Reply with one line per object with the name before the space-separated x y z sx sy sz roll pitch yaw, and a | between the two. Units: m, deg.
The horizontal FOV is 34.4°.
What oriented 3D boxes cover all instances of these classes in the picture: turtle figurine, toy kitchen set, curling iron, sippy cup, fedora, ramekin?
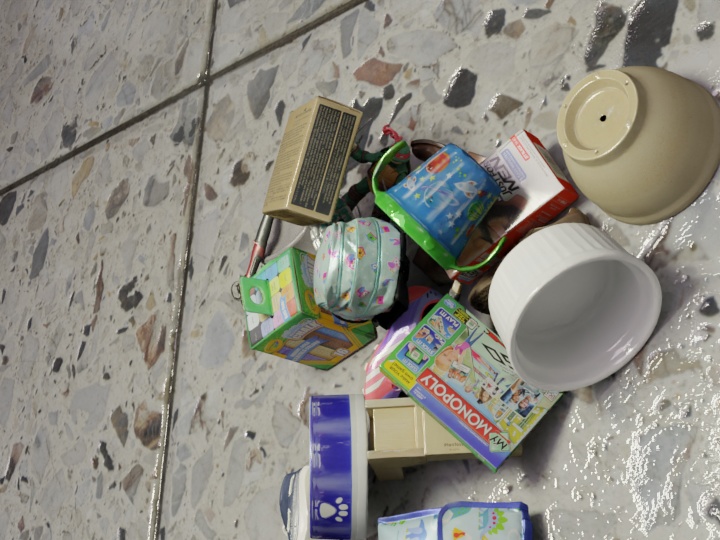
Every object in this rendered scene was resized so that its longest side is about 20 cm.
turtle figurine | 0.028 -0.135 1.753 0.150 0.101 0.200 53 142 22
toy kitchen set | 0.112 0.187 1.588 0.199 0.180 0.164 -3 70 4
curling iron | -0.171 -0.039 1.898 0.050 0.026 0.200 31 105 55
sippy cup | 0.110 -0.092 1.533 0.130 0.178 0.140 -46 26 4
fedora | -0.101 -0.055 1.908 0.200 0.090 0.177 -10 67 45
ramekin | 0.253 0.039 1.407 0.201 0.200 0.098 -52 35 18

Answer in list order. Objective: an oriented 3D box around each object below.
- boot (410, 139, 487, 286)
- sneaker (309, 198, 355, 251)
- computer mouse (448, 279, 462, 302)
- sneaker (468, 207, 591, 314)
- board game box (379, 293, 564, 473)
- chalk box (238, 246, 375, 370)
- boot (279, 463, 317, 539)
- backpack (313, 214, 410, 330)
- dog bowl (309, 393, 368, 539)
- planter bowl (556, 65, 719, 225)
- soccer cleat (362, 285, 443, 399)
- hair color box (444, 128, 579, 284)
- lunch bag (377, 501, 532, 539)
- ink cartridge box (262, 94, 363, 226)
boot | 0.110 -0.085 1.719 0.186 0.064 0.200 24 96 50
sneaker | -0.015 -0.017 1.766 0.077 0.091 0.200 -24 77 7
computer mouse | 0.190 0.034 1.527 0.140 0.046 0.200 29 123 17
sneaker | 0.231 -0.010 1.561 0.200 0.070 0.076 -32 33 31
board game box | 0.141 0.143 1.492 0.200 0.029 0.135 40 75 16
chalk box | -0.096 0.054 1.772 0.124 0.200 0.125 -35 51 33
boot | -0.080 0.391 1.726 0.090 0.073 0.200 -33 49 53
backpack | 0.000 0.000 1.601 0.200 0.126 0.167 162 106 -81
dog bowl | -0.032 0.273 1.617 0.200 0.079 0.201 179 90 -88
planter bowl | 0.331 -0.173 1.453 0.200 0.135 0.201 -22 58 41
soccer cleat | 0.065 0.118 1.678 0.076 0.067 0.200 19 86 45
hair color box | 0.184 -0.086 1.593 0.200 0.064 0.111 -41 64 20
lunch bag | 0.125 0.387 1.459 0.200 0.127 0.170 -15 60 29
ink cartridge box | -0.073 -0.152 1.672 0.200 0.075 0.165 -175 102 -76
